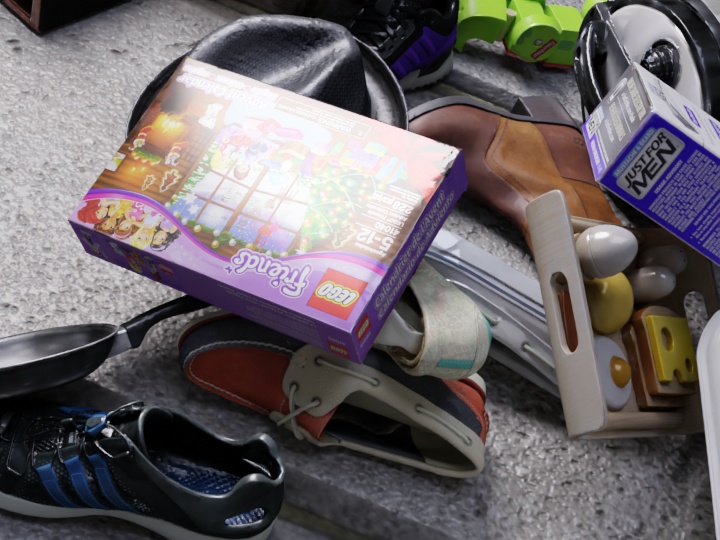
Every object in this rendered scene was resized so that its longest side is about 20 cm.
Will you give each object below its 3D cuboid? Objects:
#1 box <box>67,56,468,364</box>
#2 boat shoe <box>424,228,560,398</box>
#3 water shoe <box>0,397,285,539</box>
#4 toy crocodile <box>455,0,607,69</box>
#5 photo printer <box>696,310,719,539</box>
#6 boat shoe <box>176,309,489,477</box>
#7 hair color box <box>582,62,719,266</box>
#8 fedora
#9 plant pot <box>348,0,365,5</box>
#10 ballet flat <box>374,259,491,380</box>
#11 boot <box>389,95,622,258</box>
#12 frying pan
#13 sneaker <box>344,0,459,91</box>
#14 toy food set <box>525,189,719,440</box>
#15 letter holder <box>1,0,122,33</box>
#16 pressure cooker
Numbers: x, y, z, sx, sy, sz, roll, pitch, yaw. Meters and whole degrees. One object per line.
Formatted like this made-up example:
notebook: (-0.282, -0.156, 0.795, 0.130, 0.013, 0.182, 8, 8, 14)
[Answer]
box: (-0.054, -0.041, 0.908, 0.199, 0.039, 0.137, 20, 64, 23)
boat shoe: (0.070, 0.024, 1.005, 0.199, 0.074, 0.067, 24, 78, 7)
water shoe: (-0.138, 0.096, 0.853, 0.199, 0.079, 0.072, 14, 43, -6)
toy crocodile: (0.171, -0.194, 1.273, 0.199, 0.062, 0.068, 6, 44, -21)
photo printer: (0.278, 0.122, 0.942, 0.166, 0.069, 0.201, 39, 36, -27)
boat shoe: (-0.016, 0.076, 0.929, 0.199, 0.071, 0.063, 15, 46, -11)
hair color box: (0.245, -0.045, 1.009, 0.199, 0.065, 0.109, 35, 21, -11)
fedora: (-0.063, -0.112, 1.036, 0.199, 0.092, 0.202, 1, 64, -1)
plant pot: (-0.005, -0.289, 1.190, 0.185, 0.200, 0.188, -9, 66, 20)
ballet flat: (0.000, 0.000, 0.930, 0.062, 0.068, 0.200, -4, 30, -41)
boot: (0.112, -0.029, 1.098, 0.187, 0.069, 0.201, -5, 56, -33)
frying pan: (-0.169, 0.043, 0.904, 0.115, 0.031, 0.189, -2, 10, 44)
sneaker: (0.009, -0.174, 1.157, 0.069, 0.100, 0.200, 34, 45, 18)
toy food set: (0.180, 0.029, 0.964, 0.199, 0.060, 0.144, 6, 70, -52)
letter holder: (-0.213, -0.292, 1.198, 0.142, 0.101, 0.200, 39, 47, 22)
pressure cooker: (0.256, -0.131, 1.141, 0.199, 0.180, 0.176, -10, 20, -25)
